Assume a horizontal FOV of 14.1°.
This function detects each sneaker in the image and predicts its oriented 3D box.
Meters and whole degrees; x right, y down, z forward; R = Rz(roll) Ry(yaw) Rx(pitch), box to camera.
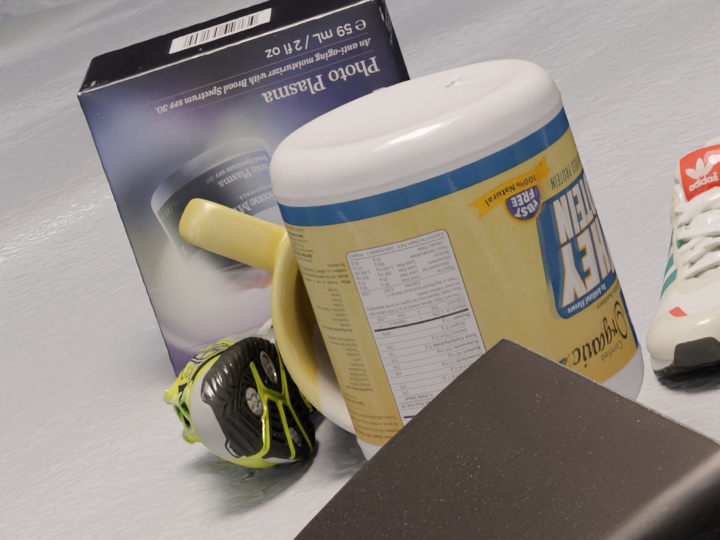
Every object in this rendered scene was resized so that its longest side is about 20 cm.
[{"bbox_3d":[-0.070,0.078,1.617,0.076,0.076,0.200,-24,1,10],"label":"sneaker"},{"bbox_3d":[0.184,-0.013,1.551,0.070,0.094,0.200,-14,14,22],"label":"sneaker"}]

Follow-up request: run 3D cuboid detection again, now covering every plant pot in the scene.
[{"bbox_3d":[0.046,0.162,0.839,0.177,0.200,0.200,-32,15,-9],"label":"plant pot"}]

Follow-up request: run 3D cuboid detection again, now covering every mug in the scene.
[{"bbox_3d":[0.010,-0.001,1.594,0.149,0.187,0.153,-38,5,-2],"label":"mug"}]

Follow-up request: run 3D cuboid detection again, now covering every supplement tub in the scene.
[{"bbox_3d":[0.052,0.015,1.386,0.144,0.201,0.145,-18,13,4],"label":"supplement tub"}]

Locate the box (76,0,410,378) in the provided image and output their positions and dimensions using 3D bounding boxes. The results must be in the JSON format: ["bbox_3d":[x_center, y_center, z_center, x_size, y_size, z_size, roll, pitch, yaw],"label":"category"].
[{"bbox_3d":[-0.053,-0.062,1.859,0.199,0.199,0.123,-18,15,5],"label":"box"}]
